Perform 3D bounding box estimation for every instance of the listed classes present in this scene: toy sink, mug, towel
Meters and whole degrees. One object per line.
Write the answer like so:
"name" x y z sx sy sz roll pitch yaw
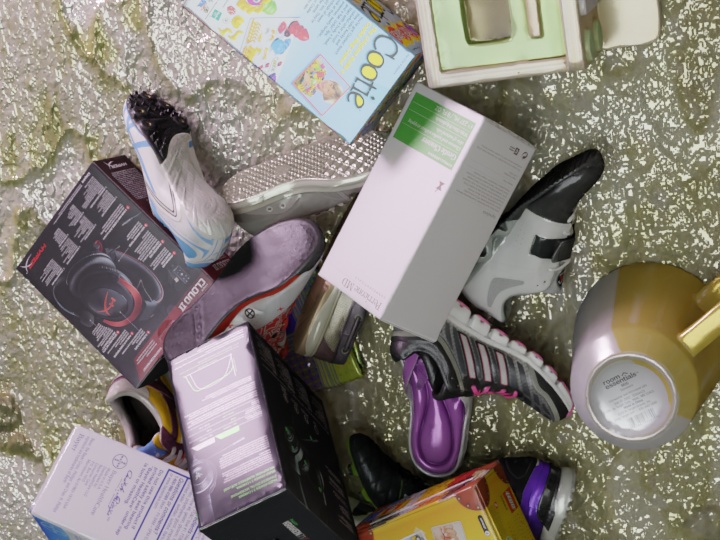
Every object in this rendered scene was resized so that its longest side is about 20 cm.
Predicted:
"toy sink" 0.154 -0.242 1.343 0.197 0.112 0.132 -4 107 19
"mug" 0.259 0.071 1.389 0.148 0.153 0.189 19 112 12
"towel" -0.103 0.074 1.580 0.198 0.023 0.145 -18 100 22

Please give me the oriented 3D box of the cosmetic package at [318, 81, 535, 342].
"cosmetic package" 0.060 -0.052 1.400 0.107 0.084 0.202 32 96 46

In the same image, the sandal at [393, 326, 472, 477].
"sandal" 0.074 0.113 1.519 0.081 0.050 0.206 -3 106 18

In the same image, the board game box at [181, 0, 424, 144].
"board game box" -0.046 -0.225 1.414 0.199 0.103 0.105 40 108 2

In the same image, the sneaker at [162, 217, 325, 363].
"sneaker" -0.091 0.034 1.492 0.201 0.108 0.068 -42 56 14

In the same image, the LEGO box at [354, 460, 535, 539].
"LEGO box" 0.101 0.307 1.468 0.148 0.077 0.202 -25 89 26

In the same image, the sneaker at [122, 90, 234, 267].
"sneaker" -0.186 -0.091 1.494 0.073 0.071 0.201 -50 57 36

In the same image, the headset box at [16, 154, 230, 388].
"headset box" -0.225 0.007 1.552 0.200 0.075 0.149 43 110 8

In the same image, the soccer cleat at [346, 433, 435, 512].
"soccer cleat" 0.059 0.238 1.563 0.081 0.068 0.201 -32 102 14

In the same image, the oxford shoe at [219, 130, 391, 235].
"oxford shoe" -0.040 -0.083 1.487 0.198 0.076 0.058 -17 128 18

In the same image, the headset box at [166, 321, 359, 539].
"headset box" -0.087 0.183 1.438 0.092 0.202 0.174 -25 143 11

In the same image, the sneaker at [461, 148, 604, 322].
"sneaker" 0.172 -0.029 1.432 0.088 0.074 0.200 44 125 0

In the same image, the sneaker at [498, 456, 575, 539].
"sneaker" 0.137 0.274 1.526 0.098 0.070 0.203 18 97 -2

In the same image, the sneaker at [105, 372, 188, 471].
"sneaker" -0.195 0.192 1.610 0.075 0.090 0.201 -38 93 25

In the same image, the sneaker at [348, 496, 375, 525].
"sneaker" -0.039 0.272 1.564 0.079 0.130 0.200 -40 92 26

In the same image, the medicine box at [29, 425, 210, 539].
"medicine box" -0.217 0.269 1.586 0.198 0.104 0.183 22 156 10

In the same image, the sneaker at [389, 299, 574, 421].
"sneaker" 0.109 0.097 1.465 0.199 0.074 0.088 34 80 -8

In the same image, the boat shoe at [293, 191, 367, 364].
"boat shoe" 0.000 0.000 1.500 0.064 0.072 0.202 23 101 -20
